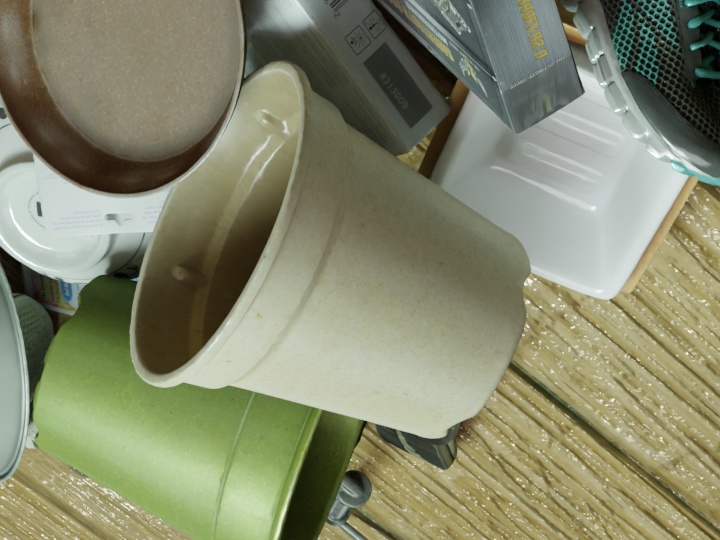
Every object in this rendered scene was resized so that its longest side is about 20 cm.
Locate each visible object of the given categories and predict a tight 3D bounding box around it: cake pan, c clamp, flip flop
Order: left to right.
[{"bbox_3d":[-0.299,0.060,1.743,0.037,0.201,0.200,-11,154,-31],"label":"cake pan"},{"bbox_3d":[-0.032,0.161,1.808,0.170,0.027,0.200,33,166,8],"label":"c clamp"},{"bbox_3d":[0.048,0.091,1.698,0.081,0.058,0.200,31,166,14],"label":"flip flop"}]

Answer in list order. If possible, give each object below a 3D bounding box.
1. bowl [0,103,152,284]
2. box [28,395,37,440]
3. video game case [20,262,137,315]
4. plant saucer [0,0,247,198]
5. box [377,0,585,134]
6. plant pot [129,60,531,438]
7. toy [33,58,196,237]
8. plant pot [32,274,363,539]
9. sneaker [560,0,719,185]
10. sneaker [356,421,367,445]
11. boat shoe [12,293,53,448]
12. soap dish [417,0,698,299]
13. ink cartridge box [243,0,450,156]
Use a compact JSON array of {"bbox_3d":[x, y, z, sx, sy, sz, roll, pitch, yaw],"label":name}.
[{"bbox_3d":[-0.191,-0.058,1.585,0.199,0.094,0.202,10,128,13],"label":"bowl"},{"bbox_3d":[-0.164,0.074,1.736,0.068,0.082,0.200,36,143,-19],"label":"box"},{"bbox_3d":[-0.160,-0.023,1.701,0.181,0.024,0.201,15,142,10],"label":"video game case"},{"bbox_3d":[-0.142,-0.145,1.427,0.199,0.034,0.202,8,105,31],"label":"plant saucer"},{"bbox_3d":[0.037,-0.188,1.301,0.200,0.048,0.159,49,167,48],"label":"box"},{"bbox_3d":[-0.008,0.006,1.397,0.183,0.202,0.200,24,143,-22],"label":"plant pot"},{"bbox_3d":[-0.154,-0.126,1.492,0.114,0.047,0.202,-2,101,30],"label":"toy"},{"bbox_3d":[-0.107,0.090,1.557,0.189,0.201,0.201,20,142,8],"label":"plant pot"},{"bbox_3d":[0.169,-0.142,1.309,0.091,0.077,0.201,-39,72,34],"label":"sneaker"},{"bbox_3d":[-0.044,0.077,1.710,0.075,0.091,0.201,3,139,20],"label":"sneaker"},{"bbox_3d":[-0.271,0.075,1.815,0.062,0.075,0.200,24,155,9],"label":"boat shoe"},{"bbox_3d":[0.129,-0.084,1.449,0.156,0.082,0.200,22,141,-1],"label":"soap dish"},{"bbox_3d":[-0.050,-0.136,1.479,0.160,0.047,0.200,52,156,-16],"label":"ink cartridge box"}]
